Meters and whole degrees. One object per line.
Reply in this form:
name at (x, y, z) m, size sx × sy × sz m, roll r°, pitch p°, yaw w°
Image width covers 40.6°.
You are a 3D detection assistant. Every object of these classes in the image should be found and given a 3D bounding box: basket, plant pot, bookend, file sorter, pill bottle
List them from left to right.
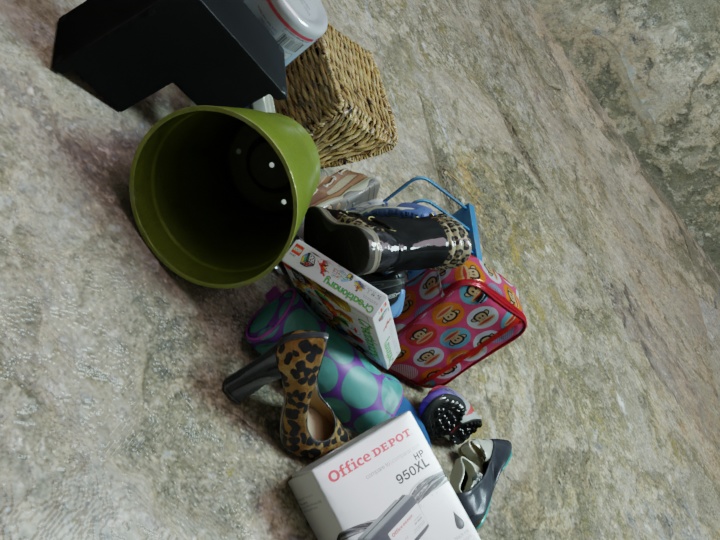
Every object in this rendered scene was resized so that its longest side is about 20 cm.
bookend at (-0.223, -0.255, 1.168) m, size 0.200 × 0.197 × 0.093 m, roll 43°, pitch 30°, yaw -45°
plant pot at (-0.136, -0.105, 1.139) m, size 0.201 × 0.200 × 0.193 m, roll 54°, pitch 23°, yaw -5°
pill bottle at (-0.147, -0.302, 1.286) m, size 0.108 × 0.199 × 0.109 m, roll 37°, pitch 35°, yaw -32°
basket at (-0.053, -0.246, 1.436) m, size 0.148 × 0.142 × 0.202 m, roll 23°, pitch 42°, yaw -48°
file sorter at (0.090, -0.015, 1.442) m, size 0.122 × 0.138 × 0.201 m, roll 30°, pitch 39°, yaw -32°

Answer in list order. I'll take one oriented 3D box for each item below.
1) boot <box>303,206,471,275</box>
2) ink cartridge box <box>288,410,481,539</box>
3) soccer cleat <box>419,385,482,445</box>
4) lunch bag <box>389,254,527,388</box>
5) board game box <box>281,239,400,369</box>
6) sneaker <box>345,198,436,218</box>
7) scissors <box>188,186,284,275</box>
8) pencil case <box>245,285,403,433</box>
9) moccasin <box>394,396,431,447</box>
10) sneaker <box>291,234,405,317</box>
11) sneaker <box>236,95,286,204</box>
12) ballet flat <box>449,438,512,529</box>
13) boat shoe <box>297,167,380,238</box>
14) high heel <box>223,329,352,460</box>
boot at (0.026, -0.038, 1.163) m, size 0.149 × 0.200 × 0.074 m, roll -3°, pitch 99°, yaw -25°
ink cartridge box at (0.033, 0.279, 1.072) m, size 0.144 × 0.084 × 0.201 m, roll -26°, pitch 83°, yaw -29°
soccer cleat at (0.109, 0.186, 1.322) m, size 0.073 × 0.068 × 0.200 m, roll 50°, pitch 5°, yaw 25°
lunch bag at (0.124, 0.077, 1.341) m, size 0.176 × 0.199 × 0.082 m, roll 32°, pitch 33°, yaw -36°
board game box at (-0.018, 0.044, 1.150) m, size 0.126 × 0.035 × 0.200 m, roll 32°, pitch -15°, yaw 18°
sneaker at (0.027, -0.067, 1.282) m, size 0.076 × 0.199 × 0.088 m, roll 58°, pitch 47°, yaw -25°
scissors at (-0.161, -0.077, 1.242) m, size 0.200 × 0.014 × 0.074 m, roll 42°, pitch 32°, yaw -25°
pencil case at (-0.043, 0.110, 1.172) m, size 0.200 × 0.085 × 0.093 m, roll 44°, pitch 28°, yaw -22°
moccasin at (0.048, 0.250, 1.199) m, size 0.080 × 0.068 × 0.202 m, roll 17°, pitch 47°, yaw -39°
sneaker at (-0.022, -0.008, 1.257) m, size 0.198 × 0.084 × 0.071 m, roll 26°, pitch 18°, yaw 27°
sneaker at (-0.148, -0.156, 1.280) m, size 0.075 × 0.083 × 0.202 m, roll -67°, pitch 149°, yaw -73°
ballet flat at (0.161, 0.274, 1.344) m, size 0.073 × 0.073 × 0.200 m, roll 53°, pitch 32°, yaw -8°
boat shoe at (-0.051, -0.094, 1.381) m, size 0.071 × 0.076 × 0.199 m, roll 34°, pitch 33°, yaw 19°
high heel at (-0.037, 0.145, 1.088) m, size 0.200 × 0.142 × 0.072 m, roll 38°, pitch 35°, yaw -30°
